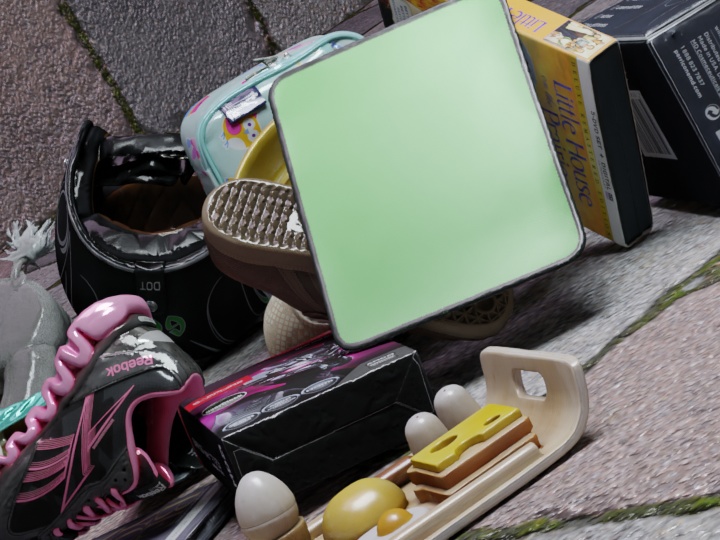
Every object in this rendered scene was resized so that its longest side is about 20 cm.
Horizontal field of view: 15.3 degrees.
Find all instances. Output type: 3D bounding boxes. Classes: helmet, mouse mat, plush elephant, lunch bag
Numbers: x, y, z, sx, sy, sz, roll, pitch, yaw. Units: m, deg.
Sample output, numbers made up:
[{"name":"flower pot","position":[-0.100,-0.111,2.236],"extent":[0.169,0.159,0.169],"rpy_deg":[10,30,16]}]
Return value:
[{"name":"helmet","position":[-0.150,-0.025,2.108],"extent":[0.200,0.200,0.191],"rpy_deg":[-33,-24,-13]},{"name":"mouse mat","position":[0.036,-0.062,1.584],"extent":[0.160,0.201,0.008],"rpy_deg":[-22,-31,11]},{"name":"plush elephant","position":[-0.276,0.074,2.179],"extent":[0.164,0.155,0.201],"rpy_deg":[14,70,20]},{"name":"lunch bag","position":[-0.023,-0.066,1.892],"extent":[0.160,0.201,0.077],"rpy_deg":[-31,10,-10]}]

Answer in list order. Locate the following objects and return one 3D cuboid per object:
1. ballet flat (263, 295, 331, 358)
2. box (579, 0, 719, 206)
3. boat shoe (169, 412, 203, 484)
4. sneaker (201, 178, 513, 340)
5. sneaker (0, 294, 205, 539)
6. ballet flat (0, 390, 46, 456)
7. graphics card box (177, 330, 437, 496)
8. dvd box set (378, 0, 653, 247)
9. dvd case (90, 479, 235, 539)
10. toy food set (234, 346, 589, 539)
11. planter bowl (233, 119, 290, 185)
[{"name":"ballet flat","position":[0.009,-0.016,1.685],"extent":[0.200,0.068,0.062],"rpy_deg":[-39,-22,7]},{"name":"box","position":[0.254,-0.140,1.641],"extent":[0.196,0.124,0.200],"rpy_deg":[-32,9,-7]},{"name":"boat shoe","position":[-0.126,0.108,1.716],"extent":[0.066,0.075,0.199],"rpy_deg":[9,-7,13]},{"name":"sneaker","position":[0.000,0.000,1.626],"extent":[0.076,0.199,0.071],"rpy_deg":[87,-153,-61]},{"name":"sneaker","position":[-0.158,0.118,1.573],"extent":[0.201,0.095,0.079],"rpy_deg":[-61,-25,13]},{"name":"ballet flat","position":[-0.248,0.132,2.001],"extent":[0.200,0.067,0.070],"rpy_deg":[-33,23,3]},{"name":"graphics card box","position":[-0.034,0.083,1.578],"extent":[0.125,0.051,0.200],"rpy_deg":[-23,9,-8]},{"name":"dvd box set","position":[0.094,-0.110,1.675],"extent":[0.029,0.147,0.200],"rpy_deg":[-37,43,-24]},{"name":"dvd case","position":[-0.170,0.189,1.595],"extent":[0.199,0.016,0.149],"rpy_deg":[-26,10,28]},{"name":"toy food set","position":[0.011,0.101,1.350],"extent":[0.200,0.061,0.143],"rpy_deg":[-34,9,-14]},{"name":"planter bowl","position":[0.015,-0.027,1.801],"extent":[0.200,0.200,0.084],"rpy_deg":[-33,-32,-14]}]
